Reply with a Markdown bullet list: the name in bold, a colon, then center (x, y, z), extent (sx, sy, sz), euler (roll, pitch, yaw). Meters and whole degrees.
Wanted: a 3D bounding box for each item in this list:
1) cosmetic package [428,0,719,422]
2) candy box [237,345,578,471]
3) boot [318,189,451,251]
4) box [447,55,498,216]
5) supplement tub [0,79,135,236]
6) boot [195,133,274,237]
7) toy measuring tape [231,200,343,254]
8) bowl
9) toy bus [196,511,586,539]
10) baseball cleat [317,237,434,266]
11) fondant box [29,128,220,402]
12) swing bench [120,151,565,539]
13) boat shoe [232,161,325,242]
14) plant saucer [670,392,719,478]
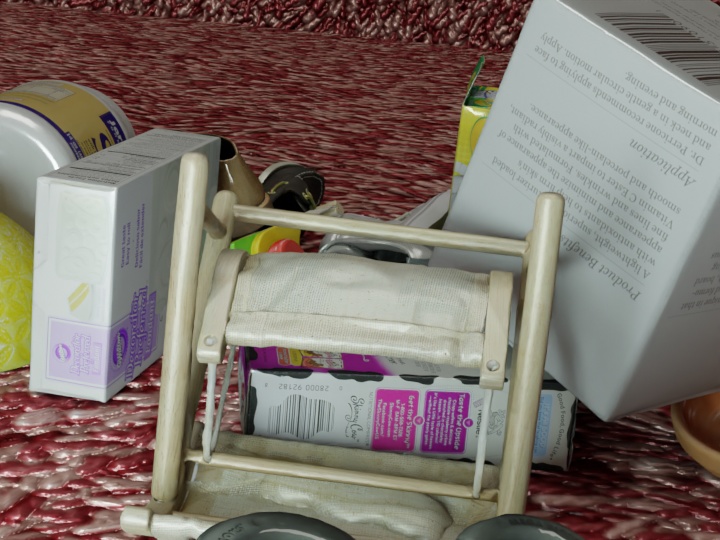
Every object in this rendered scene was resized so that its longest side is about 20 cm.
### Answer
- **cosmetic package**: center (0.177, -0.045, 0.877), extent (0.165, 0.200, 0.165), euler (-8, 40, -42)
- **candy box**: center (0.024, 0.072, 0.916), extent (0.200, 0.061, 0.136), euler (2, 15, -6)
- **boot**: center (0.031, -0.034, 1.274), extent (0.095, 0.074, 0.200), euler (9, 14, 17)
- **box**: center (0.097, -0.071, 1.185), extent (0.048, 0.200, 0.117), euler (6, 16, 5)
- **supplement tub**: center (-0.275, -0.083, 1.223), extent (0.145, 0.146, 0.200), euler (7, 16, 7)
- **boot**: center (-0.140, -0.084, 1.210), extent (0.074, 0.076, 0.200), euler (-32, 25, -24)
- **toy measuring tape**: center (-0.058, -0.003, 1.138), extent (0.073, 0.074, 0.200), euler (12, 18, 23)
- **bowl**: center (-0.304, -0.007, 1.018), extent (0.200, 0.108, 0.200), euler (4, 15, -1)
- **toy bus**: center (0.019, 0.180, 0.438), extent (0.200, 0.136, 0.192), euler (2, 29, -18)
- **baseball cleat**: center (0.000, 0.000, 1.021), extent (0.106, 0.070, 0.200), euler (8, -13, -31)
- **fondant box**: center (-0.159, -0.010, 1.002), extent (0.058, 0.145, 0.200), euler (10, 17, 13)
- **swing bench**: center (-0.004, 0.056, 0.768), extent (0.198, 0.200, 0.130), euler (7, -7, 5)
- **boat shoe**: center (-0.075, -0.045, 1.290), extent (0.060, 0.072, 0.201), euler (8, 24, 23)
- **plant saucer**: center (0.295, 0.096, 0.895), extent (0.200, 0.038, 0.200), euler (-7, 19, 3)
